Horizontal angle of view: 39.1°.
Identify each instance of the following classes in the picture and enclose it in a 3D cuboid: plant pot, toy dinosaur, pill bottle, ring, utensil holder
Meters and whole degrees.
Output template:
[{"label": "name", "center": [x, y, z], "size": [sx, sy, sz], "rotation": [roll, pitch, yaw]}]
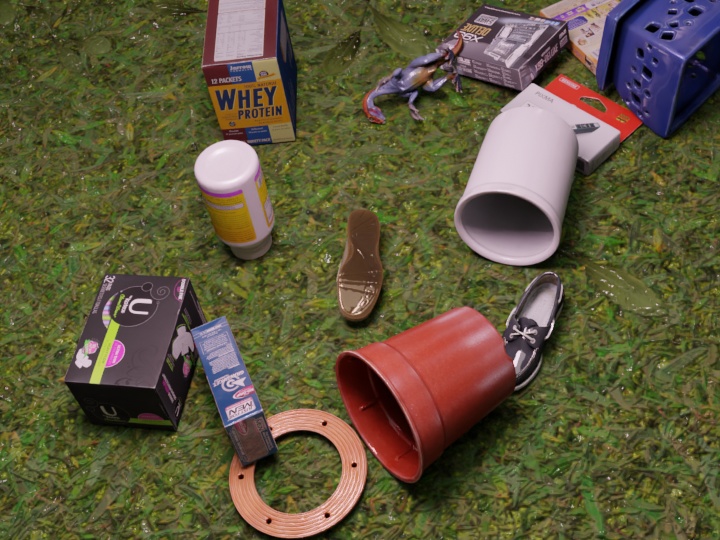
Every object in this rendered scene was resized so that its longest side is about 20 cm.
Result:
[{"label": "plant pot", "center": [0.525, -0.385, 1.748], "size": [0.179, 0.201, 0.200], "rotation": [38, 66, 25]}, {"label": "toy dinosaur", "center": [0.095, -0.337, 1.858], "size": [0.180, 0.106, 0.200], "rotation": [-11, 27, 29]}, {"label": "pill bottle", "center": [-0.198, -0.108, 1.652], "size": [0.103, 0.201, 0.105], "rotation": [-4, 51, 5]}, {"label": "plant pot", "center": [0.100, 0.159, 1.418], "size": [0.194, 0.202, 0.201], "rotation": [-27, 53, -23]}, {"label": "ring", "center": [-0.088, 0.289, 1.444], "size": [0.198, 0.019, 0.202], "rotation": [-5, 52, 6]}, {"label": "utensil holder", "center": [0.257, -0.139, 1.628], "size": [0.168, 0.171, 0.201], "rotation": [11, 54, 17]}]

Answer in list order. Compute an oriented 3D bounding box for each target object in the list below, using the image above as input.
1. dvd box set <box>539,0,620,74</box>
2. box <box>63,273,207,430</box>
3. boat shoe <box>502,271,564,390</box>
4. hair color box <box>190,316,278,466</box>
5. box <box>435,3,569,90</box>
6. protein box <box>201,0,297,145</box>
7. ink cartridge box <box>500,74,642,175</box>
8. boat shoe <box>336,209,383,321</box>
[{"label": "dvd box set", "center": [0.455, -0.460, 1.932], "size": [0.145, 0.030, 0.201], "rotation": [-25, 52, -12]}, {"label": "box", "center": [-0.336, 0.122, 1.544], "size": [0.147, 0.125, 0.201], "rotation": [2, 51, 11]}, {"label": "boat shoe", "center": [0.250, 0.087, 1.521], "size": [0.075, 0.061, 0.201], "rotation": [15, 56, 19]}, {"label": "hair color box", "center": [-0.186, 0.174, 1.481], "size": [0.060, 0.101, 0.201], "rotation": [-22, 45, -8]}, {"label": "box", "center": [0.265, -0.420, 1.897], "size": [0.199, 0.050, 0.158], "rotation": [25, 59, 39]}, {"label": "protein box", "center": [-0.197, -0.371, 1.856], "size": [0.133, 0.199, 0.202], "rotation": [-5, 52, 5]}, {"label": "ink cartridge box", "center": [0.377, -0.274, 1.794], "size": [0.173, 0.044, 0.199], "rotation": [-41, 58, -20]}, {"label": "boat shoe", "center": [-0.002, -0.001, 1.639], "size": [0.072, 0.063, 0.202], "rotation": [3, 59, -4]}]
